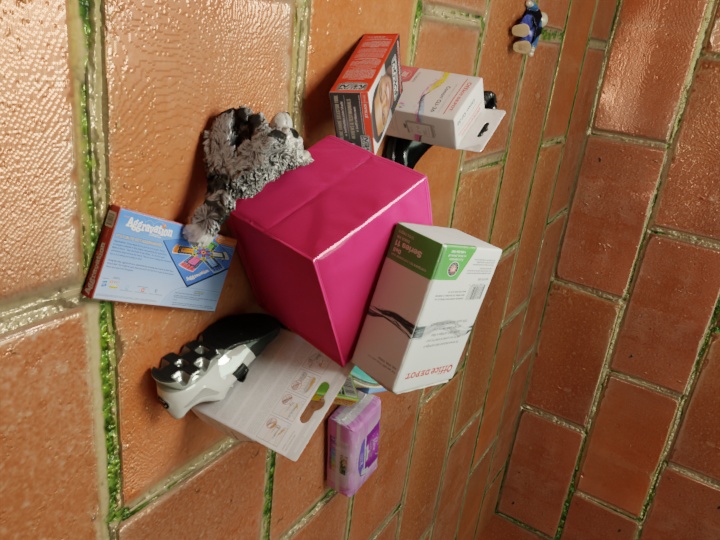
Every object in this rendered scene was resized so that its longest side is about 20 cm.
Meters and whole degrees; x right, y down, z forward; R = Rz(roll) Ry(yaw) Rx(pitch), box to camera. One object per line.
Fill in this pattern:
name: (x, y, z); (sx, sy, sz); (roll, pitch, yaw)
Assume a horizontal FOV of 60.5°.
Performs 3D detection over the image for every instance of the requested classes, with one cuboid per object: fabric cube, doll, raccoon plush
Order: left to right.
raccoon plush: (-0.147, -0.118, 0.787); (0.200, 0.097, 0.134); (-52, 162, 3)
fabric cube: (-0.036, -0.033, 0.852); (0.199, 0.199, 0.197); (-39, 139, -26)
doll: (0.429, -0.607, 1.555); (0.200, 0.048, 0.137); (-52, 138, -44)

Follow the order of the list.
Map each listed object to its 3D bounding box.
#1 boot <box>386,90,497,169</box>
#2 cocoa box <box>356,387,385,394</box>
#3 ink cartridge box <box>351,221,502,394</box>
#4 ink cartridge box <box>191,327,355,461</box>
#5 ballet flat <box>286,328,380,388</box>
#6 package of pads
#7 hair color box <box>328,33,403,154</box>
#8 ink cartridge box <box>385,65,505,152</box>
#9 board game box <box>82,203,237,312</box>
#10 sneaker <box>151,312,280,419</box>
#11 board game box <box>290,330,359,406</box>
boot: (0.149, -0.252, 1.137); (0.212, 0.157, 0.079); (-65, 152, -13)
cocoa box: (0.018, 0.110, 1.148); (0.133, 0.131, 0.201); (12, 96, -62)
ink cartridge box: (0.087, 0.048, 0.812); (0.146, 0.083, 0.201); (2, 111, -50)
ink cartridge box: (-0.118, 0.166, 0.858); (0.163, 0.199, 0.057); (-56, 149, -26)
ballet flat: (-0.054, 0.152, 1.030); (0.062, 0.199, 0.068); (-44, -153, 34)
package of pads: (-0.014, 0.361, 1.303); (0.120, 0.075, 0.201); (-35, 135, -47)
hair color box: (0.014, -0.269, 0.928); (0.201, 0.061, 0.102); (-69, 158, -44)
ink cartridge box: (0.134, -0.277, 1.050); (0.117, 0.199, 0.068); (-57, 149, -26)
board game box: (-0.231, -0.008, 0.741); (0.200, 0.019, 0.104); (17, 93, -63)
sneaker: (-0.191, 0.128, 0.846); (0.200, 0.074, 0.089); (-30, 132, -39)
board game box: (-0.066, 0.112, 0.968); (0.095, 0.030, 0.201); (22, 42, -46)
